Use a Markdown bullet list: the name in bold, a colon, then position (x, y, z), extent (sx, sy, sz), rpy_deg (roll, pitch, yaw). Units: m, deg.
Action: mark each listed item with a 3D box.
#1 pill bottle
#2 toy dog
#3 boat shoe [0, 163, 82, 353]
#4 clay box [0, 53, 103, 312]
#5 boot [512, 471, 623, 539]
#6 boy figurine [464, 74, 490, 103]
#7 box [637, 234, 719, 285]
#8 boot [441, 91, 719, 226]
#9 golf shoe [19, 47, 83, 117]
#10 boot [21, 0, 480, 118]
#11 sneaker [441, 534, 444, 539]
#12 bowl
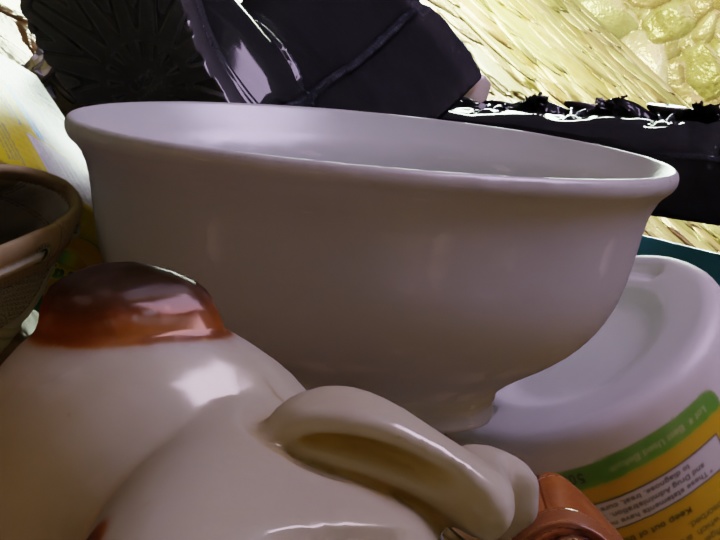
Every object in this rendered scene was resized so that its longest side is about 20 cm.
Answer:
- **pill bottle**: position (0.116, 0.104, 1.103), extent (0.201, 0.111, 0.111), rpy_deg (63, 2, -27)
- **toy dog**: position (-0.041, 0.091, 0.775), extent (0.193, 0.140, 0.200), rpy_deg (-2, 34, -21)
- **boat shoe**: position (-0.149, -0.011, 0.888), extent (0.073, 0.063, 0.200), rpy_deg (47, 13, 22)
- **clay box**: position (-0.172, -0.063, 1.026), extent (0.200, 0.048, 0.115), rpy_deg (30, 16, -43)
- **boot**: position (0.084, 0.165, 0.855), extent (0.155, 0.076, 0.201), rpy_deg (-116, -177, -67)
- **boy figurine**: position (-0.004, -0.091, 1.365), extent (0.124, 0.065, 0.200), rpy_deg (7, -14, 9)
- **box**: position (0.111, 0.018, 1.393), extent (0.199, 0.049, 0.082), rpy_deg (15, -23, 43)
- **boot**: position (0.124, -0.042, 1.338), extent (0.165, 0.199, 0.066), rpy_deg (40, 50, -75)
- **golf shoe**: position (-0.090, -0.083, 1.297), extent (0.088, 0.077, 0.200), rpy_deg (48, 12, -4)
- **boot**: position (-0.040, -0.102, 1.170), extent (0.165, 0.065, 0.200), rpy_deg (61, 31, -7)
- **sneaker**: position (0.002, 0.114, 0.957), extent (0.087, 0.077, 0.200), rpy_deg (62, 2, -21)
- **bowl**: position (0.000, 0.000, 0.984), extent (0.200, 0.091, 0.201), rpy_deg (5, 8, -1)
